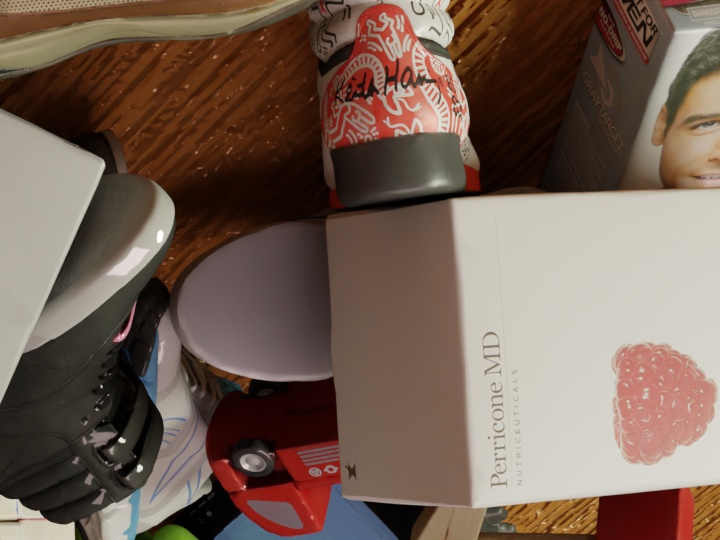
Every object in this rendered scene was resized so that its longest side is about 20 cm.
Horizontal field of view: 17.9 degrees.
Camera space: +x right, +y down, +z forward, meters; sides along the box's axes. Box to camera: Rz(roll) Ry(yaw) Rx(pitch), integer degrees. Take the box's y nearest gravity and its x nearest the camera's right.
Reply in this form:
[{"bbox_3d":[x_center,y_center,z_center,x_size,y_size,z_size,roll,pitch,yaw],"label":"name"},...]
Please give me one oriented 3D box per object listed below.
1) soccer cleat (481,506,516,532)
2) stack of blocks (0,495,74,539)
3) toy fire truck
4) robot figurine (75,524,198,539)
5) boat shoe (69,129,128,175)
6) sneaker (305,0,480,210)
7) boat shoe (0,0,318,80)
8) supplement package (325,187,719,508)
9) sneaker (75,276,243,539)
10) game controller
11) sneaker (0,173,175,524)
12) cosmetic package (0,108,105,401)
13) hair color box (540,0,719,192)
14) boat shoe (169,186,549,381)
[{"bbox_3d":[0.023,0.119,1.222,0.086,0.070,0.201,-2,140,18],"label":"soccer cleat"},{"bbox_3d":[-0.233,0.118,1.050,0.198,0.059,0.115,3,168,-32],"label":"stack of blocks"},{"bbox_3d":[0.042,0.100,1.062,0.198,0.049,0.142,-12,130,22],"label":"toy fire truck"},{"bbox_3d":[-0.140,0.224,1.166,0.174,0.201,0.116,15,162,20],"label":"robot figurine"},{"bbox_3d":[-0.144,0.016,0.995,0.057,0.067,0.201,-8,147,-26],"label":"boat shoe"},{"bbox_3d":[0.013,-0.082,0.943,0.067,0.109,0.201,-6,-179,1],"label":"sneaker"},{"bbox_3d":[-0.078,-0.128,0.830,0.198,0.076,0.074,-18,142,-5],"label":"boat shoe"},{"bbox_3d":[0.100,0.030,0.947,0.198,0.123,0.120,-3,179,-26],"label":"supplement package"},{"bbox_3d":[-0.094,0.058,1.087,0.086,0.075,0.201,-18,152,-21],"label":"sneaker"},{"bbox_3d":[-0.025,0.133,1.177,0.104,0.042,0.200,40,135,-6],"label":"game controller"},{"bbox_3d":[-0.106,0.035,0.924,0.099,0.071,0.200,31,135,-22],"label":"sneaker"},{"bbox_3d":[-0.182,0.026,0.861,0.090,0.107,0.202,21,89,-25],"label":"cosmetic package"},{"bbox_3d":[0.149,-0.064,1.045,0.098,0.061,0.201,-9,143,-18],"label":"hair color box"},{"bbox_3d":[0.000,0.000,1.042,0.199,0.073,0.066,-18,-170,-24],"label":"boat shoe"}]
